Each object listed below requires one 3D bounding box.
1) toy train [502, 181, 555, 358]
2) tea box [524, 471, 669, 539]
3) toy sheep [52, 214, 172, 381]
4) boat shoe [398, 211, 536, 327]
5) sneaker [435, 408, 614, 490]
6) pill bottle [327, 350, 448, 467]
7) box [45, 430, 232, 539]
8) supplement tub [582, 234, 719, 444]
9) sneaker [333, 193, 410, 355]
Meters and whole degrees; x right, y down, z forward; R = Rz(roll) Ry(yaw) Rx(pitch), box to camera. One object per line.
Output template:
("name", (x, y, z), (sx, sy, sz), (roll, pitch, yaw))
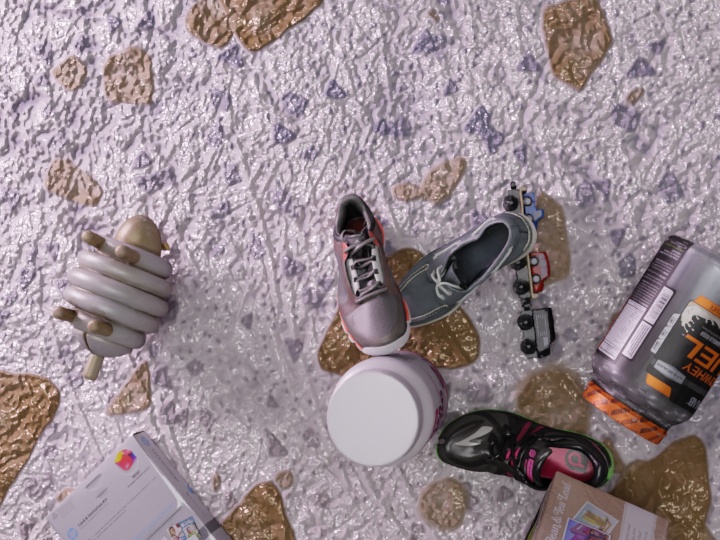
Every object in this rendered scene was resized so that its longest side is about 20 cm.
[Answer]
("toy train", (0.192, -0.001, 1.214), (0.045, 0.034, 0.202), (-7, 88, 7))
("tea box", (0.209, 0.355, 1.092), (0.133, 0.200, 0.198), (22, 121, 10))
("toy sheep", (-0.287, 0.030, 1.257), (0.137, 0.138, 0.202), (23, 86, 10))
("boat shoe", (0.103, -0.001, 1.202), (0.199, 0.062, 0.073), (-34, 76, 23))
("sneaker", (0.181, 0.199, 1.188), (0.198, 0.084, 0.078), (5, 90, 11))
("pill bottle", (0.030, 0.148, 1.159), (0.112, 0.200, 0.115), (0, 90, 11))
("box", (-0.259, 0.321, 1.295), (0.156, 0.041, 0.200), (-43, 83, 7))
("supplement tub", (0.329, 0.075, 1.142), (0.122, 0.122, 0.201), (32, 96, 10))
("sneaker", (0.000, 0.000, 1.185), (0.076, 0.082, 0.201), (-18, 53, 2))
